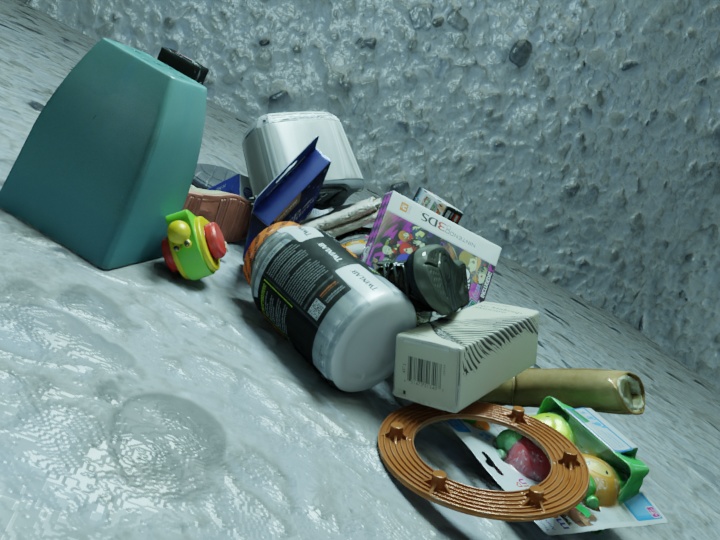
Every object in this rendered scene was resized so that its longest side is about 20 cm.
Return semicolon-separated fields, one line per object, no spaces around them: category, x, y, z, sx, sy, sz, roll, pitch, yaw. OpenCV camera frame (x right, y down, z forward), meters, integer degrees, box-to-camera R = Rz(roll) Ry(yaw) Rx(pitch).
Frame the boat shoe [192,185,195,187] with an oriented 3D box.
boat shoe;-0.302;-0.138;0.997;0.199;0.071;0.070;21;13;-41

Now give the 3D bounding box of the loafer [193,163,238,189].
loafer;-0.215;-0.128;1.220;0.197;0.063;0.072;18;41;-5

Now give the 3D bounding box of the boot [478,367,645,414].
boot;0.225;0.139;0.849;0.198;0.067;0.174;-4;-14;41

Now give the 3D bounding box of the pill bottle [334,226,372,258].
pill bottle;0.000;0.000;1.010;0.115;0.117;0.200;27;12;-8

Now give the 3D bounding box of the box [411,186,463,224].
box;0.082;-0.026;1.103;0.034;0.202;0.110;22;13;-26

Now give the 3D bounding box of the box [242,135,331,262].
box;-0.096;-0.080;0.879;0.032;0.121;0.200;39;-23;3

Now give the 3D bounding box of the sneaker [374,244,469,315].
sneaker;0.059;0.018;0.787;0.113;0.077;0.199;-9;-4;15

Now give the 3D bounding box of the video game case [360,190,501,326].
video game case;0.079;0.025;0.901;0.180;0.202;0.036;25;-13;-18

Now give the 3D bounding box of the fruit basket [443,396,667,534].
fruit basket;0.201;0.197;0.719;0.198;0.095;0.185;16;17;-36

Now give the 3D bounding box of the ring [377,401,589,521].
ring;0.114;0.164;0.643;0.197;0.020;0.201;5;16;-1

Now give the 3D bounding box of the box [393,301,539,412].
box;0.122;0.088;0.754;0.081;0.069;0.199;9;13;34

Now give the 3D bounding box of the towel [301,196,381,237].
towel;-0.059;-0.066;1.036;0.133;0.198;0.035;-80;149;-80

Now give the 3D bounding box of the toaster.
toaster;-0.097;-0.161;1.040;0.198;0.131;0.113;-11;-10;-34

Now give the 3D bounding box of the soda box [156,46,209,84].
soda box;-0.311;-0.239;1.069;0.070;0.202;0.063;27;12;-7

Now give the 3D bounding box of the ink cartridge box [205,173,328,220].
ink cartridge box;-0.151;-0.097;1.124;0.093;0.045;0.199;-16;-21;38

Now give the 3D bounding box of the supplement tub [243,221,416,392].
supplement tub;-0.042;0.031;0.761;0.122;0.124;0.200;15;18;-48

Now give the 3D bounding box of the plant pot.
plant pot;-0.257;-0.131;0.741;0.140;0.202;0.141;29;11;5

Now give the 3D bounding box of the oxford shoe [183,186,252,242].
oxford shoe;-0.225;-0.090;0.980;0.073;0.072;0.199;27;6;30

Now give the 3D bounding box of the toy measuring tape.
toy measuring tape;-0.186;-0.018;0.817;0.073;0.074;0.200;30;-6;7
